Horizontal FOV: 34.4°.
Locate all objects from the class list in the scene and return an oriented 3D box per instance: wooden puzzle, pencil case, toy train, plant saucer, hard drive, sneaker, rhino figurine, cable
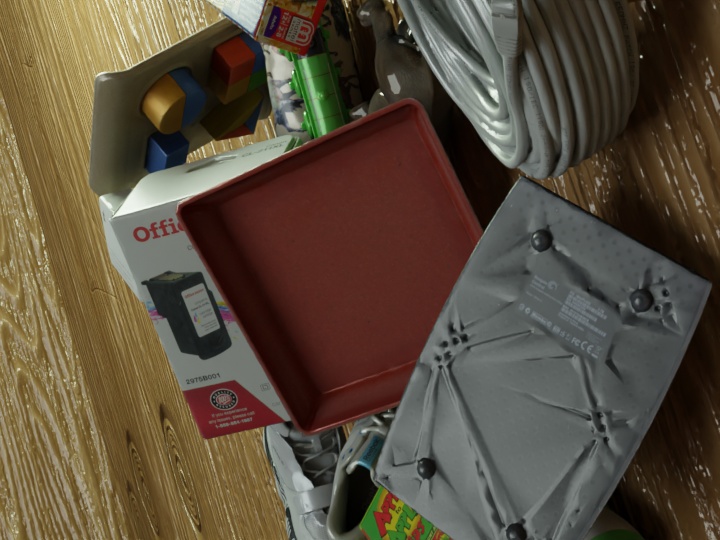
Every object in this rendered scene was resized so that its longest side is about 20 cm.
[{"bbox_3d":[-0.146,-0.147,1.048,0.046,0.199,0.186,52,152,15],"label":"wooden puzzle"},{"bbox_3d":[-0.041,-0.135,0.942,0.078,0.088,0.202,-70,-31,-78],"label":"pencil case"},{"bbox_3d":[-0.019,-0.096,0.881,0.056,0.041,0.202,-118,11,-79],"label":"toy train"},{"bbox_3d":[0.000,0.000,0.813,0.201,0.198,0.037,62,-156,-15],"label":"plant saucer"},{"bbox_3d":[0.100,0.065,0.652,0.134,0.042,0.202,32,106,26],"label":"hard drive"},{"bbox_3d":[-0.038,0.167,0.990,0.116,0.074,0.201,89,160,-46],"label":"sneaker"},{"bbox_3d":[0.031,-0.092,0.840,0.201,0.059,0.088,92,156,-45],"label":"rhino figurine"},{"bbox_3d":[0.027,0.121,0.869,0.074,0.087,0.202,21,98,16],"label":"sneaker"},{"bbox_3d":[0.070,-0.146,0.621,0.201,0.069,0.201,57,177,39],"label":"cable"}]

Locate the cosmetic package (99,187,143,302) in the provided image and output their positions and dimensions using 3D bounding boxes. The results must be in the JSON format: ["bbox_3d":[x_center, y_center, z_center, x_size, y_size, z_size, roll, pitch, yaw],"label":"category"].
[{"bbox_3d":[-0.125,-0.042,1.056,0.102,0.198,0.075,39,139,55],"label":"cosmetic package"}]

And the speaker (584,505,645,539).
[{"bbox_3d":[0.113,0.173,0.785,0.200,0.088,0.089,31,132,59],"label":"speaker"}]

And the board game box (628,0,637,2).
[{"bbox_3d":[0.114,-0.256,0.563,0.153,0.040,0.201,56,151,38],"label":"board game box"}]

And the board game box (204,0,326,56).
[{"bbox_3d":[-0.052,-0.274,0.831,0.151,0.046,0.202,44,117,52],"label":"board game box"}]

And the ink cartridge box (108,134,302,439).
[{"bbox_3d":[-0.088,0.015,0.910,0.083,0.144,0.202,-70,-37,-63],"label":"ink cartridge box"}]

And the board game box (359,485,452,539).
[{"bbox_3d":[0.081,0.112,0.738,0.202,0.047,0.102,-63,34,11],"label":"board game box"}]
